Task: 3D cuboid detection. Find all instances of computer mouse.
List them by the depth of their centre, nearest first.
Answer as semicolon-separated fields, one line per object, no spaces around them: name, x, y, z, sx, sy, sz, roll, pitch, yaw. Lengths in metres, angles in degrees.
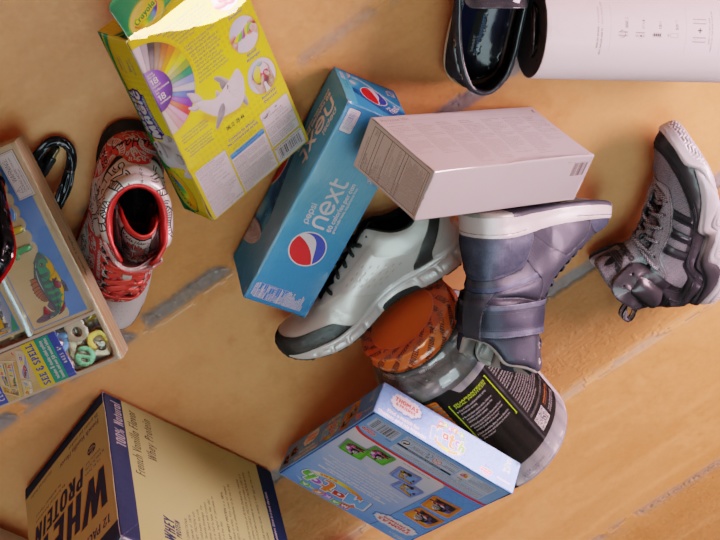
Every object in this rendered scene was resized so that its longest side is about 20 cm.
computer mouse;-0.300;-0.032;1.283;0.058;0.034;0.200;40;102;-10

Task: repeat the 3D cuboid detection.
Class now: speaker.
speaker;0.230;-0.198;1.278;0.197;0.081;0.082;-1;123;-14

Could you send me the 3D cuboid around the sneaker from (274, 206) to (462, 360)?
sneaker;0.000;0.000;1.359;0.199;0.074;0.080;-37;120;1

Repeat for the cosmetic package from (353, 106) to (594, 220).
cosmetic package;0.095;-0.090;1.263;0.199;0.083;0.051;-8;132;-43

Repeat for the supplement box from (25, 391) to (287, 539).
supplement box;-0.181;0.253;1.391;0.199;0.201;0.135;30;111;-29

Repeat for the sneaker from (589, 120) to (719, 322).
sneaker;0.264;-0.035;1.394;0.113;0.076;0.201;-21;128;-4

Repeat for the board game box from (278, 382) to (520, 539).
board game box;0.032;0.183;1.419;0.150;0.037;0.200;31;145;-14

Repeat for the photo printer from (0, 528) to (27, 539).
photo printer;-0.403;0.301;1.444;0.199;0.070;0.167;31;111;-29

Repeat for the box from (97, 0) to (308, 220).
box;-0.125;-0.154;1.205;0.117;0.048;0.201;-42;131;-25

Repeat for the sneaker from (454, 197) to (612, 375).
sneaker;0.150;0.010;1.335;0.201;0.076;0.148;-12;105;-48

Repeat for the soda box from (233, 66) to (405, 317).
soda box;-0.036;-0.064;1.303;0.064;0.068;0.201;19;116;-24

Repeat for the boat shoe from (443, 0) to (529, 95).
boat shoe;0.107;-0.233;1.235;0.074;0.062;0.202;1;121;-13

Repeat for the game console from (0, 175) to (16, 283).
game console;-0.371;-0.005;1.189;0.118;0.173;0.201;27;111;-33

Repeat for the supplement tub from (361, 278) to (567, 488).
supplement tub;0.094;0.102;1.412;0.122;0.123;0.200;-35;124;10

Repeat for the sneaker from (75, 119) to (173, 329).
sneaker;-0.198;-0.013;1.270;0.066;0.108;0.203;4;122;-16

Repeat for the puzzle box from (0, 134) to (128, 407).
puzzle box;-0.292;0.005;1.258;0.132;0.025;0.202;-22;105;11
